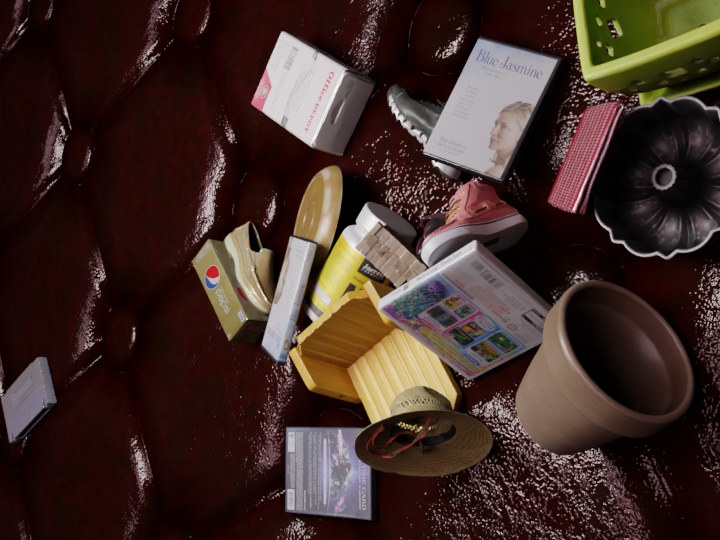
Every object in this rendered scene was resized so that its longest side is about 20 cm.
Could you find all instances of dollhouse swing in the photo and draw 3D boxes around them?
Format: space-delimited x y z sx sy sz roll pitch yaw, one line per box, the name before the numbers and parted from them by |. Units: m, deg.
dollhouse swing | 0.024 0.160 1.383 0.200 0.180 0.177 -40 48 30

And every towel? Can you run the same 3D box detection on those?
towel | 0.292 -0.146 1.180 0.022 0.200 0.146 20 98 0

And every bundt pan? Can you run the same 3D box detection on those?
bundt pan | 0.395 -0.110 1.135 0.200 0.075 0.205 -9 77 42

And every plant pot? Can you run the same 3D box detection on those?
plant pot | -0.078 -0.082 1.534 0.200 0.027 0.203 -165 90 -73
plant pot | 0.387 -0.318 1.100 0.197 0.180 0.203 -14 69 39
plant pot | 0.286 0.141 1.141 0.175 0.198 0.202 -54 50 45

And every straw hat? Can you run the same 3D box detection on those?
straw hat | 0.088 0.215 1.311 0.200 0.200 0.086 -35 39 33

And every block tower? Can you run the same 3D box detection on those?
block tower | 0.084 0.012 1.350 0.200 0.058 0.054 43 101 2

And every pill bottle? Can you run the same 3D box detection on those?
pill bottle | 0.000 0.000 1.453 0.114 0.114 0.201 46 114 37

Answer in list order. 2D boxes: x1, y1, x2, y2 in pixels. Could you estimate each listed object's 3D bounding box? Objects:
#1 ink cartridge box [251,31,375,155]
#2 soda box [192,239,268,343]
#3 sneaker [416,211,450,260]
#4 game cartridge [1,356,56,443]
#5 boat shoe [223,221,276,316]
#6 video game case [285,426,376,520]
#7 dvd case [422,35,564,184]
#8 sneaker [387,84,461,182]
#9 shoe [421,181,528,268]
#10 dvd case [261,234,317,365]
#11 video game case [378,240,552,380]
ink cartridge box | -0.085 -0.313 1.602 0.200 0.084 0.147 40 110 41
soda box | -0.241 0.037 1.699 0.064 0.067 0.201 -47 56 27
sneaker | 0.140 -0.003 1.316 0.201 0.114 0.076 65 146 33
game cartridge | -0.802 0.312 2.194 0.200 0.038 0.131 -41 54 31
boat shoe | -0.189 -0.010 1.664 0.076 0.071 0.201 -41 57 16
video game case | -0.052 0.335 1.513 0.198 0.019 0.145 -8 78 40
dvd case | 0.192 -0.236 1.322 0.142 0.018 0.202 23 84 32
sneaker | 0.118 -0.236 1.420 0.091 0.066 0.201 -47 59 23
shoe | 0.142 -0.065 1.278 0.091 0.198 0.072 50 137 27
dvd case | -0.120 0.044 1.492 0.143 0.017 0.203 -161 85 -72
video game case | 0.155 0.061 1.257 0.181 0.199 0.024 -33 32 34
